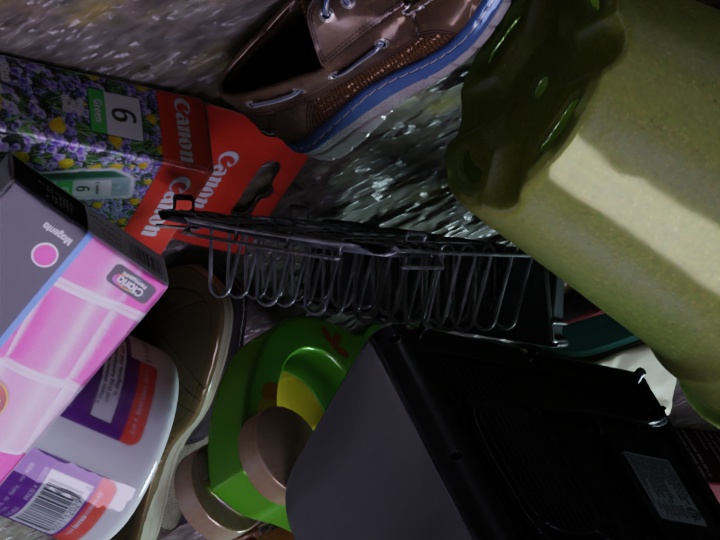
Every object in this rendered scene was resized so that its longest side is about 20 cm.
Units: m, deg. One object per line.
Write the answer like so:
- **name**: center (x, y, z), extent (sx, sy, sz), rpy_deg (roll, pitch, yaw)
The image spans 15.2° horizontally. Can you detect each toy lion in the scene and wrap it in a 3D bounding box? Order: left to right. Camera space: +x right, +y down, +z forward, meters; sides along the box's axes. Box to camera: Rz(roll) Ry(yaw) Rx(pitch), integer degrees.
- **toy lion**: center (0.012, 0.094, 1.384), extent (0.200, 0.192, 0.069), rpy_deg (40, 129, -23)

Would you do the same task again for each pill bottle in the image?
- **pill bottle**: center (-0.203, 0.055, 1.370), extent (0.199, 0.112, 0.111), rpy_deg (26, 133, -20)

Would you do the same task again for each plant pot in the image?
- **plant pot**: center (0.148, -0.049, 1.282), extent (0.184, 0.201, 0.200), rpy_deg (26, 132, -25)

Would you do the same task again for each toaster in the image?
- **toaster**: center (0.086, 0.135, 1.245), extent (0.180, 0.200, 0.119), rpy_deg (11, 126, -37)

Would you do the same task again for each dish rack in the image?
- **dish rack**: center (0.000, 0.000, 1.309), extent (0.153, 0.055, 0.200), rpy_deg (8, -178, 29)

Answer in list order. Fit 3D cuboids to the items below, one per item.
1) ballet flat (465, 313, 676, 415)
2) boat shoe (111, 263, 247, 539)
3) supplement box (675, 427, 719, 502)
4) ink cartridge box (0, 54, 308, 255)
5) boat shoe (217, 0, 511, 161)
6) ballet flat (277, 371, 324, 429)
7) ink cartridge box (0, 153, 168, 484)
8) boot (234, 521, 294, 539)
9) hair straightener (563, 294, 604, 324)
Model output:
- **ballet flat**: center (0.089, 0.064, 1.400), extent (0.199, 0.070, 0.070), rpy_deg (-6, 148, -37)
- **boat shoe**: center (-0.097, 0.071, 1.474), extent (0.066, 0.072, 0.202), rpy_deg (-19, 142, -41)
- **supplement box**: center (0.200, 0.156, 1.632), extent (0.199, 0.061, 0.109), rpy_deg (6, 120, -22)
- **ink cartridge box**: center (-0.125, -0.039, 1.324), extent (0.199, 0.051, 0.109), rpy_deg (11, 138, -25)
- **boat shoe**: center (0.005, -0.119, 1.230), extent (0.072, 0.073, 0.200), rpy_deg (16, 136, -30)
- **ballet flat**: center (-0.005, 0.092, 1.480), extent (0.067, 0.067, 0.200), rpy_deg (-29, 154, 18)
- **ink cartridge box**: center (-0.189, 0.047, 1.286), extent (0.095, 0.037, 0.200), rpy_deg (34, 108, -24)
- **boot**: center (0.022, 0.155, 1.514), extent (0.154, 0.074, 0.200), rpy_deg (-15, -178, -30)
- **hair straightener**: center (0.170, 0.022, 1.486), extent (0.200, 0.041, 0.077), rpy_deg (-32, 138, 28)
